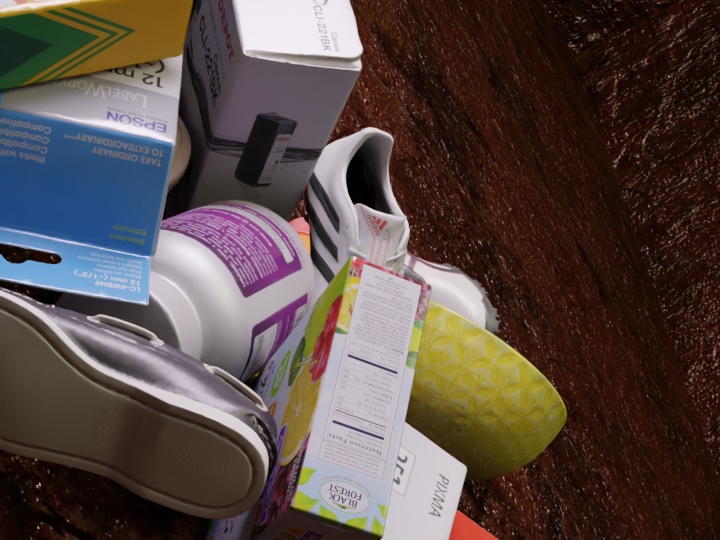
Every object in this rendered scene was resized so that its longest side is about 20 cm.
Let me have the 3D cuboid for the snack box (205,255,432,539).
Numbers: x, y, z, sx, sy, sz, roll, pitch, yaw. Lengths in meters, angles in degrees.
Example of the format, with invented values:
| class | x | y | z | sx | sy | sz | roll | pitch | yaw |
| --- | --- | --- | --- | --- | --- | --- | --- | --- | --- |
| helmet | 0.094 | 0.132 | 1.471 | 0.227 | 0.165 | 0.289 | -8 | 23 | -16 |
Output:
| class | x | y | z | sx | sy | sz | roll | pitch | yaw |
| --- | --- | --- | --- | --- | --- | --- | --- | --- | --- |
| snack box | -0.032 | 0.101 | 0.731 | 0.053 | 0.200 | 0.143 | 21 | 58 | -11 |

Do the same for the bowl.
| class | x | y | z | sx | sy | sz | roll | pitch | yaw |
| --- | --- | --- | --- | --- | --- | --- | --- | --- | --- |
| bowl | 0.057 | 0.116 | 1.096 | 0.108 | 0.199 | 0.200 | -56 | 131 | -17 |

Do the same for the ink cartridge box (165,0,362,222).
| class | x | y | z | sx | sy | sz | roll | pitch | yaw |
| --- | --- | --- | --- | --- | --- | --- | --- | --- | --- |
| ink cartridge box | -0.078 | -0.129 | 0.926 | 0.083 | 0.200 | 0.145 | 3 | 53 | -23 |

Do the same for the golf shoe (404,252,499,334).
| class | x | y | z | sx | sy | sz | roll | pitch | yaw |
| --- | --- | --- | --- | --- | --- | --- | --- | --- | --- |
| golf shoe | 0.026 | 0.015 | 1.149 | 0.199 | 0.078 | 0.088 | 33 | 15 | 28 |

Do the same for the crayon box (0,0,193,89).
| class | x | y | z | sx | sy | sz | roll | pitch | yaw |
| --- | --- | --- | --- | --- | --- | --- | --- | --- | --- |
| crayon box | -0.178 | -0.158 | 0.707 | 0.199 | 0.052 | 0.126 | -18 | 54 | -35 |

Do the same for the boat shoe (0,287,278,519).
| class | x | y | z | sx | sy | sz | roll | pitch | yaw |
| --- | --- | --- | --- | --- | --- | --- | --- | --- | --- |
| boat shoe | -0.132 | 0.054 | 0.651 | 0.199 | 0.074 | 0.060 | 22 | 19 | -1 |

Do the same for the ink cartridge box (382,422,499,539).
| class | x | y | z | sx | sy | sz | roll | pitch | yaw |
| --- | --- | --- | --- | --- | --- | --- | --- | --- | --- |
| ink cartridge box | 0.038 | 0.202 | 0.864 | 0.173 | 0.044 | 0.201 | 36 | 37 | -10 |

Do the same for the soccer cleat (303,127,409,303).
| class | x | y | z | sx | sy | sz | roll | pitch | yaw |
| --- | --- | --- | --- | --- | --- | --- | --- | --- | --- |
| soccer cleat | 0.000 | 0.000 | 0.897 | 0.068 | 0.085 | 0.202 | 10 | 65 | -30 |

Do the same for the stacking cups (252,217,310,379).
| class | x | y | z | sx | sy | sz | roll | pitch | yaw |
| --- | --- | --- | --- | --- | --- | --- | --- | --- | --- |
| stacking cups | -0.060 | 0.014 | 1.040 | 0.061 | 0.060 | 0.200 | 58 | 15 | -20 |

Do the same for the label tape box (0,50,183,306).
| class | x | y | z | sx | sy | sz | roll | pitch | yaw |
| --- | --- | --- | --- | --- | --- | --- | --- | --- | --- |
| label tape box | -0.171 | -0.082 | 0.717 | 0.142 | 0.066 | 0.201 | 11 | 40 | -14 |

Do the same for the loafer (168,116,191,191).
| class | x | y | z | sx | sy | sz | roll | pitch | yaw |
| --- | --- | --- | --- | --- | --- | --- | --- | --- | --- |
| loafer | -0.162 | -0.110 | 0.887 | 0.067 | 0.076 | 0.201 | 49 | 15 | -37 |

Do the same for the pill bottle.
| class | x | y | z | sx | sy | sz | roll | pitch | yaw |
| --- | --- | --- | --- | --- | --- | --- | --- | --- | --- |
| pill bottle | -0.106 | 0.025 | 0.798 | 0.113 | 0.112 | 0.200 | 64 | 18 | -2 |
